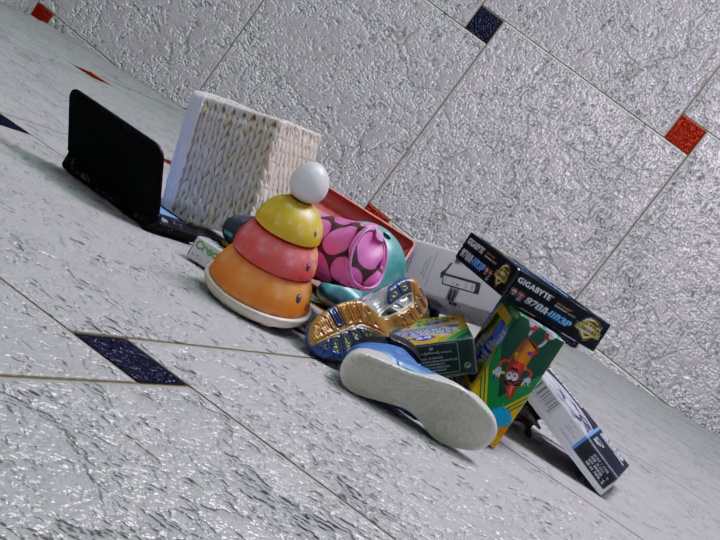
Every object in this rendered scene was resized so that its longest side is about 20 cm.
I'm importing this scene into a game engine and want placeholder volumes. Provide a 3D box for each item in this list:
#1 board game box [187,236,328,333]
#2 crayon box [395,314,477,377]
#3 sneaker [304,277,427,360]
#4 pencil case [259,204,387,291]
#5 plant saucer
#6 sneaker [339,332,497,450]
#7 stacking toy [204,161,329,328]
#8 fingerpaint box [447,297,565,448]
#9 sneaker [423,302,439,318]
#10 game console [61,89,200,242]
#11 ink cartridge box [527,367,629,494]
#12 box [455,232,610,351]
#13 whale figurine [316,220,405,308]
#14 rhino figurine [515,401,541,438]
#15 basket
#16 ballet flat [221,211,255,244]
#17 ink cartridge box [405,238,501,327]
[{"bbox_3d":[-0.127,0.020,1.769,0.200,0.035,0.126,32,7,14],"label":"board game box"},{"bbox_3d":[0.084,0.101,1.747,0.125,0.052,0.200,-7,7,1],"label":"crayon box"},{"bbox_3d":[-0.003,0.073,1.666,0.200,0.088,0.076,-20,87,-42],"label":"sneaker"},{"bbox_3d":[-0.049,-0.034,1.702,0.200,0.094,0.091,17,-21,44],"label":"pencil case"},{"bbox_3d":[-0.040,-0.029,1.944,0.200,0.037,0.200,32,44,2],"label":"plant saucer"},{"bbox_3d":[0.073,0.139,1.559,0.199,0.077,0.111,24,16,-1],"label":"sneaker"},{"bbox_3d":[-0.094,-0.043,1.606,0.146,0.200,0.146,23,20,-9],"label":"stacking toy"},{"bbox_3d":[0.185,0.128,1.748,0.073,0.167,0.200,32,7,-4],"label":"fingerpaint box"},{"bbox_3d":[0.060,0.071,1.987,0.077,0.085,0.200,33,8,26],"label":"sneaker"},{"bbox_3d":[-0.315,-0.145,1.828,0.200,0.117,0.176,34,8,30],"label":"game console"},{"bbox_3d":[0.308,0.220,1.874,0.198,0.043,0.200,53,10,11],"label":"ink cartridge box"},{"bbox_3d":[0.229,0.027,1.767,0.159,0.046,0.200,31,6,-20],"label":"box"},{"bbox_3d":[0.000,0.000,1.808,0.159,0.104,0.200,40,23,-4],"label":"whale figurine"},{"bbox_3d":[0.216,0.183,1.916,0.088,0.060,0.200,53,-6,-32],"label":"rhino figurine"},{"bbox_3d":[-0.177,-0.151,1.975,0.160,0.201,0.198,16,3,16],"label":"basket"},{"bbox_3d":[-0.122,-0.048,1.830,0.073,0.073,0.200,34,16,31],"label":"ballet flat"},{"bbox_3d":[0.174,0.032,2.023,0.199,0.085,0.146,17,-10,25],"label":"ink cartridge box"}]
